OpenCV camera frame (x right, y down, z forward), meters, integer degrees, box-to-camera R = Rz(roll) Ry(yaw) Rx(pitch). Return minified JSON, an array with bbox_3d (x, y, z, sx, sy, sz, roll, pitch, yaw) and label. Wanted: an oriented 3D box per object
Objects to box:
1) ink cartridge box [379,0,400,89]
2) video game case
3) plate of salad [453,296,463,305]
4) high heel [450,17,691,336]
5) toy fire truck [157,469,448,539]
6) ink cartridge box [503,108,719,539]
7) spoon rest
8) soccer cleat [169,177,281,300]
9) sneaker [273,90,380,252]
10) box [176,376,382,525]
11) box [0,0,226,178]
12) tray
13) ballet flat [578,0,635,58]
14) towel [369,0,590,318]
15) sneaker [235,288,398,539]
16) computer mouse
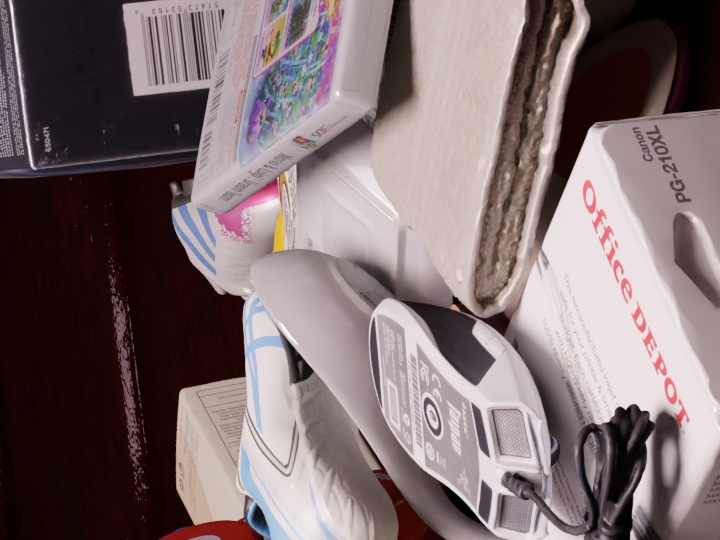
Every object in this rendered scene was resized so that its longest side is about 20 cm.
[{"bbox_3d":[-0.016,-0.168,1.295,0.200,0.047,0.161,3,78,56],"label":"ink cartridge box"},{"bbox_3d":[-0.022,-0.142,1.218,0.182,0.024,0.201,150,133,-63],"label":"video game case"},{"bbox_3d":[0.036,-0.041,1.303,0.200,0.048,0.201,170,90,-76],"label":"plate of salad"},{"bbox_3d":[0.105,-0.024,1.168,0.067,0.096,0.200,50,123,31],"label":"high heel"},{"bbox_3d":[-0.039,0.161,1.351,0.168,0.199,0.113,-129,24,-74],"label":"toy fire truck"},{"bbox_3d":[0.124,0.053,1.067,0.200,0.084,0.145,108,148,-51],"label":"ink cartridge box"},{"bbox_3d":[0.022,0.064,1.237,0.200,0.099,0.061,43,103,11],"label":"spoon rest"},{"bbox_3d":[-0.056,-0.023,1.573,0.087,0.070,0.200,69,163,-7],"label":"soccer cleat"},{"bbox_3d":[-0.008,-0.047,1.400,0.082,0.077,0.201,-123,21,-60],"label":"sneaker"},{"bbox_3d":[-0.032,0.146,1.509,0.200,0.094,0.078,-121,30,-50],"label":"box"},{"bbox_3d":[-0.118,-0.120,1.501,0.198,0.199,0.124,-176,79,-70],"label":"box"},{"bbox_3d":[0.000,0.000,1.303,0.107,0.022,0.200,42,154,25],"label":"tray"},{"bbox_3d":[0.086,-0.120,1.140,0.070,0.069,0.201,-119,29,-44],"label":"ballet flat"},{"bbox_3d":[0.050,-0.099,1.103,0.133,0.034,0.201,-123,38,-56],"label":"towel"},{"bbox_3d":[-0.033,0.077,1.264,0.072,0.072,0.201,-40,35,20],"label":"sneaker"},{"bbox_3d":[0.062,0.064,1.059,0.200,0.044,0.110,-135,34,-54],"label":"computer mouse"}]
